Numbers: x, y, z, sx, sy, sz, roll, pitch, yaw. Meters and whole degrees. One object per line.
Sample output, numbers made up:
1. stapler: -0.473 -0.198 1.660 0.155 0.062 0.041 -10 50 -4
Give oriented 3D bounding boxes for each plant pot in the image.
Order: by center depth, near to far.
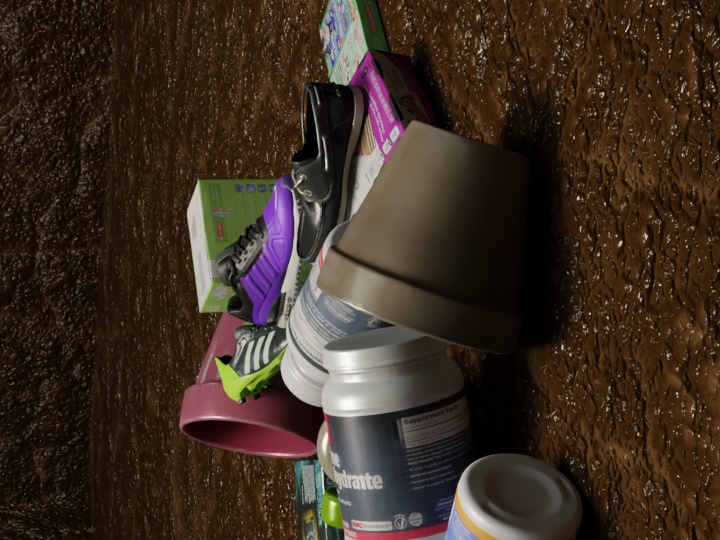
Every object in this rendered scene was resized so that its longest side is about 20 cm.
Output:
1. plant pot: 0.076 -0.038 1.297 0.200 0.197 0.176 34 108 67
2. plant pot: -0.137 0.143 1.919 0.200 0.197 0.182 139 141 -66

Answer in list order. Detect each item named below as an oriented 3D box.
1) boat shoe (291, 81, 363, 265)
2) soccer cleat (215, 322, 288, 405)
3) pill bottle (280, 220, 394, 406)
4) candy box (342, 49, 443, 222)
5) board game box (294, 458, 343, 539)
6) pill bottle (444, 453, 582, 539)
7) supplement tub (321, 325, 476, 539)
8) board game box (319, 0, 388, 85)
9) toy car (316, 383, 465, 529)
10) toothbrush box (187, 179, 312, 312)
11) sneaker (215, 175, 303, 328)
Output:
1. boat shoe: -0.050 -0.106 1.539 0.072 0.067 0.203 29 112 57
2. soccer cleat: -0.111 0.088 1.750 0.200 0.067 0.082 -41 72 31
3. pill bottle: -0.015 0.053 1.543 0.201 0.118 0.121 117 146 -42
4. candy box: 0.008 -0.123 1.566 0.201 0.060 0.137 -59 40 38
5. board game box: -0.054 0.356 1.908 0.135 0.028 0.203 157 110 -69
6. pill bottle: 0.124 0.274 1.258 0.112 0.110 0.202 -119 33 -53
7. supplement tub: 0.039 0.162 1.344 0.140 0.138 0.203 -175 75 -71
8. board game box: -0.005 -0.259 1.715 0.135 0.029 0.202 118 145 -54
9. toy car: 0.042 0.176 1.519 0.200 0.155 0.167 -39 -43 -79
10. toothbrush box: -0.109 -0.032 1.777 0.086 0.197 0.148 120 143 -58
11. sneaker: -0.119 -0.018 1.634 0.070 0.098 0.202 -97 14 -56
